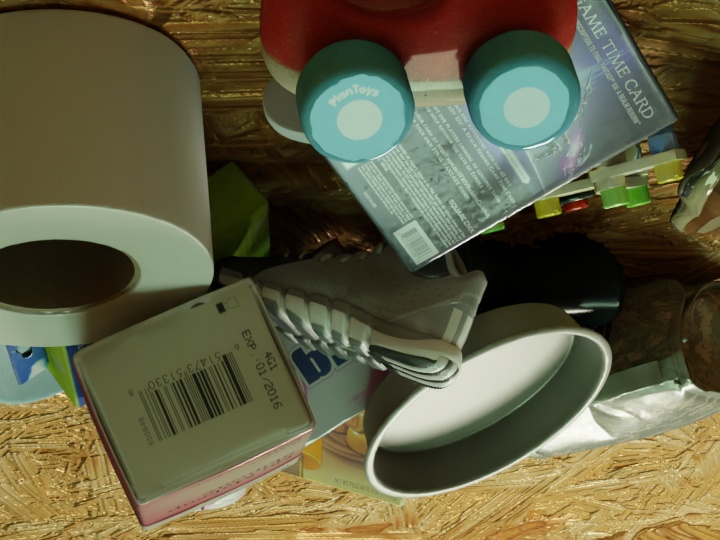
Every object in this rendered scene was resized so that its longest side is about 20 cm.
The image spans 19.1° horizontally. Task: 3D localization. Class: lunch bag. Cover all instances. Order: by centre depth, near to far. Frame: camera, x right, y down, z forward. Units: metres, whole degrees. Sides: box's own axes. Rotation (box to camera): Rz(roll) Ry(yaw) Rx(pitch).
[{"bbox_3d":[0.210,0.078,1.690,0.164,0.118,0.200,-20,176,25],"label":"lunch bag"}]

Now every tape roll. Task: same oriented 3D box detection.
[{"bbox_3d":[-0.196,-0.055,1.352,0.202,0.140,0.203,-4,154,-2],"label":"tape roll"}]

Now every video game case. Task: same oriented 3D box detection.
[{"bbox_3d":[0.083,-0.095,1.335,0.200,0.019,0.143,-30,129,9],"label":"video game case"}]

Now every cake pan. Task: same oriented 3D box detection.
[{"bbox_3d":[0.086,0.092,1.545,0.200,0.037,0.200,-21,149,-13],"label":"cake pan"}]

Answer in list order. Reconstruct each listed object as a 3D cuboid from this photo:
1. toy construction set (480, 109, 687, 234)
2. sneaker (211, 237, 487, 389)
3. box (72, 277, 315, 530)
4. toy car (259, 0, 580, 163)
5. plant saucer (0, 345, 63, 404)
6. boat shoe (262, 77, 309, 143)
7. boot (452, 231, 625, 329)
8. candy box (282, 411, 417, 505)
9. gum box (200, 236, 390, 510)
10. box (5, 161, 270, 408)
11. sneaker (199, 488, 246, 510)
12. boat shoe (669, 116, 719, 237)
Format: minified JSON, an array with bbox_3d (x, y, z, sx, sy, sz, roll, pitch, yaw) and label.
[{"bbox_3d":[0.116,-0.071,1.443,0.199,0.093,0.131,1,179,3],"label":"toy construction set"},{"bbox_3d":[0.000,0.000,1.463,0.200,0.116,0.075,20,165,26],"label":"sneaker"},{"bbox_3d":[-0.111,0.094,1.427,0.128,0.109,0.200,-24,171,-8],"label":"box"},{"bbox_3d":[0.032,-0.191,1.144,0.176,0.185,0.201,-4,126,-5],"label":"toy car"},{"bbox_3d":[-0.200,0.016,1.550,0.201,0.039,0.201,-34,158,-15],"label":"plant saucer"},{"bbox_3d":[0.039,-0.111,1.372,0.199,0.069,0.057,-10,154,2],"label":"boat shoe"},{"bbox_3d":[0.118,0.004,1.573,0.167,0.077,0.200,1,178,-11],"label":"boot"},{"bbox_3d":[-0.045,0.095,1.644,0.199,0.116,0.055,15,-162,10],"label":"candy box"},{"bbox_3d":[-0.072,0.080,1.581,0.200,0.114,0.066,-33,-176,17],"label":"gum box"},{"bbox_3d":[-0.155,0.017,1.508,0.200,0.048,0.122,-35,160,-16],"label":"box"},{"bbox_3d":[-0.128,0.161,1.869,0.099,0.078,0.200,-3,158,19],"label":"sneaker"},{"bbox_3d":[0.261,-0.050,1.471,0.074,0.076,0.200,29,-178,10],"label":"boat shoe"}]
